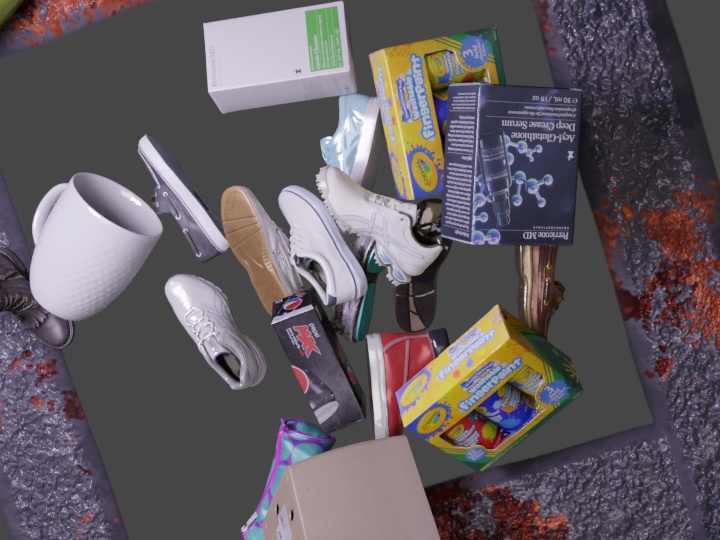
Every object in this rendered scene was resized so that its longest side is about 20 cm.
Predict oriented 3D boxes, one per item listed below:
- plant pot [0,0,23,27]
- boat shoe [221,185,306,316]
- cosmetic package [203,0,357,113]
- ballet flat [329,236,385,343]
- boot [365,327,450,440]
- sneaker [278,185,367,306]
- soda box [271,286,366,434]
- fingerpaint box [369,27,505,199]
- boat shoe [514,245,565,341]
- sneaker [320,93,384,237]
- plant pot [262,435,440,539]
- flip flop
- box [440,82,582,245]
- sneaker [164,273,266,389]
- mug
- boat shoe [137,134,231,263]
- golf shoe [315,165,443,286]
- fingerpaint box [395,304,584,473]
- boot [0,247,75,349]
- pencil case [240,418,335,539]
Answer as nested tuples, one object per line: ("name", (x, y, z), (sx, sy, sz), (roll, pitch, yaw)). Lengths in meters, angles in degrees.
("plant pot", (-0.543, -0.409, 1.543), (0.192, 0.200, 0.201), (-35, 93, -3))
("boat shoe", (-0.135, -0.033, 1.606), (0.070, 0.069, 0.202), (-11, 107, 39))
("cosmetic package", (-0.109, -0.292, 1.545), (0.197, 0.085, 0.109), (-9, 77, 5))
("ballet flat", (0.000, 0.000, 1.598), (0.071, 0.072, 0.203), (18, 98, 3))
("boot", (0.084, 0.185, 1.615), (0.142, 0.072, 0.203), (-4, 104, -6))
("sneaker", (-0.068, -0.037, 1.557), (0.201, 0.070, 0.073), (53, 145, 26))
("soda box", (-0.058, 0.129, 1.587), (0.070, 0.064, 0.202), (-20, 115, 8))
("fingerpaint box", (0.116, -0.211, 1.517), (0.165, 0.073, 0.203), (-13, 97, -15))
("boat shoe", (0.255, 0.035, 1.572), (0.067, 0.072, 0.203), (-4, 100, 1))
("sneaker", (-0.021, -0.151, 1.582), (0.081, 0.074, 0.203), (16, 94, 17))
("plant pot", (-0.026, 0.360, 1.520), (0.175, 0.201, 0.201), (5, 130, -22))
("flip flop", (0.086, -0.009, 1.596), (0.080, 0.058, 0.203), (6, 113, 0))
("box", (0.193, -0.137, 1.447), (0.146, 0.107, 0.203), (-1, 98, -18))
("sneaker", (-0.211, 0.087, 1.617), (0.074, 0.087, 0.200), (-41, 91, 11))
("mug", (-0.402, -0.040, 1.602), (0.200, 0.147, 0.176), (46, 109, 29))
("boat shoe", (-0.266, -0.098, 1.611), (0.066, 0.070, 0.201), (-36, 101, 7))
("golf shoe", (0.030, -0.078, 1.496), (0.097, 0.079, 0.200), (-33, 113, 31))
("fingerpaint box", (0.177, 0.168, 1.541), (0.166, 0.074, 0.200), (35, 114, -32))
("boot", (-0.508, 0.048, 1.595), (0.069, 0.174, 0.200), (-43, 92, 9))
("pencil case", (-0.107, 0.319, 1.638), (0.091, 0.085, 0.202), (16, 99, -24))
